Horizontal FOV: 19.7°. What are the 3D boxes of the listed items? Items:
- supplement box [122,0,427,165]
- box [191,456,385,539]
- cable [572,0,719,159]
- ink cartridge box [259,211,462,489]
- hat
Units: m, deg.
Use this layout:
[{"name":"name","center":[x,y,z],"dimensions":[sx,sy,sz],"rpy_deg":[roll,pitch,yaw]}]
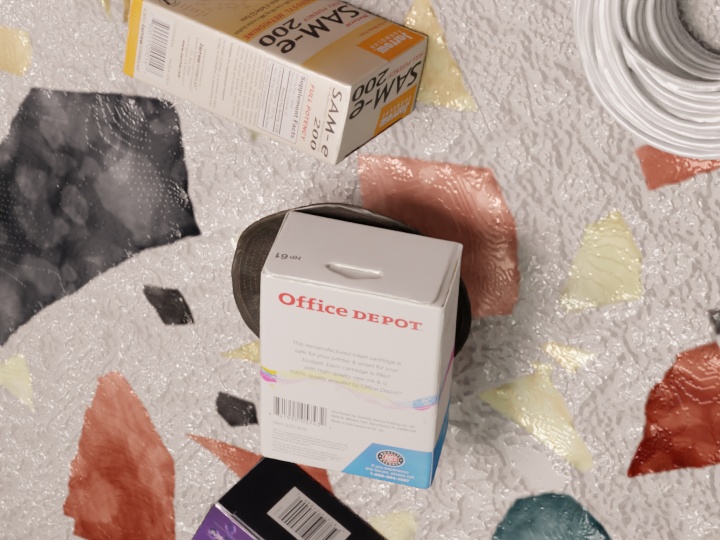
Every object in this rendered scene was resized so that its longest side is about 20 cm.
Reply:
[{"name":"supplement box","center":[-0.066,-0.168,1.612],"dimensions":[0.200,0.126,0.074],"rpy_deg":[24,124,19]},{"name":"box","center":[-0.087,0.288,1.885],"dimensions":[0.148,0.104,0.200],"rpy_deg":[38,129,9]},{"name":"cable","center":[0.245,-0.177,1.444],"dimensions":[0.200,0.069,0.200],"rpy_deg":[-14,107,38]},{"name":"ink cartridge box","center":[-0.001,0.063,1.630],"dimensions":[0.145,0.085,0.200],"rpy_deg":[11,133,9]},{"name":"hat","center":[0.000,0.000,1.689],"dimensions":[0.201,0.081,0.201],"rpy_deg":[10,132,11]}]
